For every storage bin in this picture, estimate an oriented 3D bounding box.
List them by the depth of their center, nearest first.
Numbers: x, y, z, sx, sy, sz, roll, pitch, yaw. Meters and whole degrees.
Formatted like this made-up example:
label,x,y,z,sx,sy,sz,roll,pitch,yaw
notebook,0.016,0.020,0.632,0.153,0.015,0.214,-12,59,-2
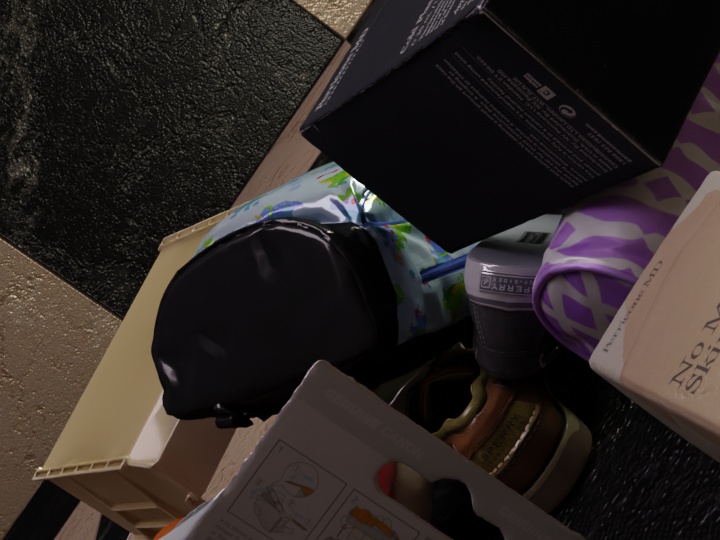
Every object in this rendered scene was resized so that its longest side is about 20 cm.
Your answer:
label,x,y,z,sx,sy,sz,roll,pitch,yaw
storage bin,-0.100,0.069,1.032,0.198,0.093,0.202,-16,42,59

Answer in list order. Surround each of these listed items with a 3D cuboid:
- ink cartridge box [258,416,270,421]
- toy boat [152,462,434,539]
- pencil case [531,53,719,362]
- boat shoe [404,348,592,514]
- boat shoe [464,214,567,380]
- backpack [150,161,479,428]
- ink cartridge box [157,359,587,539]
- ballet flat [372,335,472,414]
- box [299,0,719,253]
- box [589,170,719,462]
label,x,y,z,sx,sy,sz,roll,pitch,yaw
ink cartridge box,-0.035,0.056,1.215,0.099,0.039,0.200,-46,-6,24
toy boat,-0.046,0.161,0.799,0.130,0.129,0.203,157,126,-72
pencil case,0.148,-0.047,0.735,0.084,0.085,0.201,-14,40,53
boat shoe,0.061,0.069,0.830,0.072,0.068,0.200,-57,10,-5
boat shoe,0.097,0.012,0.820,0.200,0.069,0.067,-36,-51,-72
backpack,0.000,0.000,0.864,0.162,0.199,0.156,-21,76,40
ink cartridge box,-0.014,0.150,0.669,0.201,0.161,0.050,-54,12,9
ballet flat,0.050,0.037,0.971,0.200,0.068,0.072,-44,34,-20
box,0.090,-0.132,0.737,0.201,0.104,0.182,-59,17,-23
box,0.154,0.029,0.505,0.096,0.077,0.200,-57,11,-2
